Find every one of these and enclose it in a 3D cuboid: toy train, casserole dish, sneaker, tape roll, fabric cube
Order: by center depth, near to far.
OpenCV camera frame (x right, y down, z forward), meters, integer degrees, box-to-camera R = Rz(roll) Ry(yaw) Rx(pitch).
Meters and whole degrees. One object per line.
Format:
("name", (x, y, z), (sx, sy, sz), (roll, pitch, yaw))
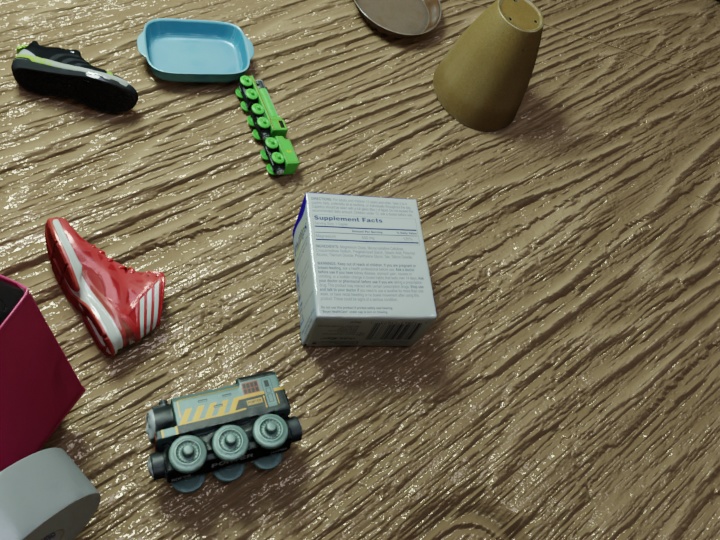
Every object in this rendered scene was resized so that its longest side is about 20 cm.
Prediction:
("tape roll", (-0.361, 0.276, 0.683), (0.066, 0.201, 0.200), (41, 57, 9))
("fabric cube", (-0.447, 0.120, 0.713), (0.195, 0.202, 0.199), (19, 53, 13))
("toy train", (-0.174, 0.201, 0.866), (0.195, 0.086, 0.116), (-10, 53, -21))
("sneaker", (-0.339, 0.006, 0.929), (0.114, 0.078, 0.203), (-26, 84, -38))
("sneaker", (-0.440, -0.314, 1.064), (0.194, 0.072, 0.085), (14, 57, -11))
("toy train", (-0.155, -0.245, 1.143), (0.055, 0.042, 0.204), (-9, 65, -33))
("casserole dish", (-0.281, -0.372, 1.171), (0.194, 0.039, 0.124), (-5, 63, -22))

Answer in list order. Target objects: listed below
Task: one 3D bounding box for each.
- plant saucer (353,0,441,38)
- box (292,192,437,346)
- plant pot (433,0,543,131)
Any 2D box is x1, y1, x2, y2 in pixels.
("plant saucer", (0.069, -0.543, 1.389), (0.194, 0.035, 0.205), (9, 59, -15))
("box", (0.000, 0.000, 1.018), (0.178, 0.105, 0.205), (2, 62, -17))
("plant pot", (0.255, -0.402, 1.275), (0.181, 0.201, 0.191), (9, 58, -14))
